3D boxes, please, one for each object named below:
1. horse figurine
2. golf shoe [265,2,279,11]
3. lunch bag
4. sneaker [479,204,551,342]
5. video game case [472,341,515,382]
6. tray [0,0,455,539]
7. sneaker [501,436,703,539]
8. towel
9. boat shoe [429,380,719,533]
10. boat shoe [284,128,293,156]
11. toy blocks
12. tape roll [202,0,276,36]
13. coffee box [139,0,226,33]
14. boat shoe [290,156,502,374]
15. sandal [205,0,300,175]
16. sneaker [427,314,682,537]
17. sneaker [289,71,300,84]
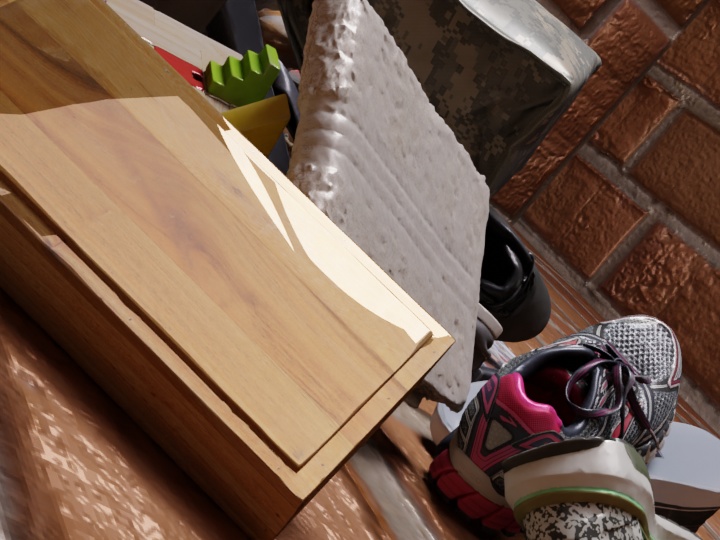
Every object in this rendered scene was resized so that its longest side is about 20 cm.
[{"bbox_3d":[-0.048,-0.145,0.947,0.131,0.050,0.200,25,24,-4],"label":"horse figurine"},{"bbox_3d":[-0.069,-0.239,0.957,0.096,0.079,0.200,17,-17,5],"label":"golf shoe"},{"bbox_3d":[0.037,-0.145,0.838,0.199,0.118,0.164,40,21,3],"label":"lunch bag"},{"bbox_3d":[0.082,0.002,0.899,0.090,0.076,0.200,32,-4,43],"label":"sneaker"},{"bbox_3d":[0.055,0.032,1.037,0.181,0.026,0.200,46,9,22],"label":"video game case"},{"bbox_3d":[-0.069,-0.013,0.457,0.200,0.037,0.099,43,44,7],"label":"tray"},{"bbox_3d":[0.116,0.156,0.624,0.200,0.076,0.090,47,40,-45],"label":"sneaker"},{"bbox_3d":[0.014,-0.022,0.610,0.200,0.034,0.135,48,44,-57],"label":"towel"},{"bbox_3d":[0.121,0.115,0.764,0.197,0.069,0.074,9,36,-28],"label":"boat shoe"},{"bbox_3d":[-0.064,-0.107,1.011,0.199,0.074,0.076,35,11,-45],"label":"boat shoe"},{"bbox_3d":[-0.116,-0.075,0.586,0.135,0.101,0.201,25,24,-21],"label":"toy blocks"},{"bbox_3d":[-0.122,-0.254,0.883,0.203,0.070,0.204,47,-22,26],"label":"tape roll"},{"bbox_3d":[-0.159,-0.170,0.744,0.080,0.113,0.200,35,10,-39],"label":"coffee box"},{"bbox_3d":[0.000,0.000,0.851,0.199,0.057,0.067,38,-12,-3],"label":"boat shoe"},{"bbox_3d":[-0.051,-0.096,0.770,0.076,0.042,0.203,-154,-131,-69],"label":"sandal"},{"bbox_3d":[0.119,0.067,0.697,0.080,0.075,0.199,40,36,18],"label":"sneaker"},{"bbox_3d":[-0.049,-0.121,1.167,0.201,0.071,0.098,46,6,14],"label":"sneaker"}]
